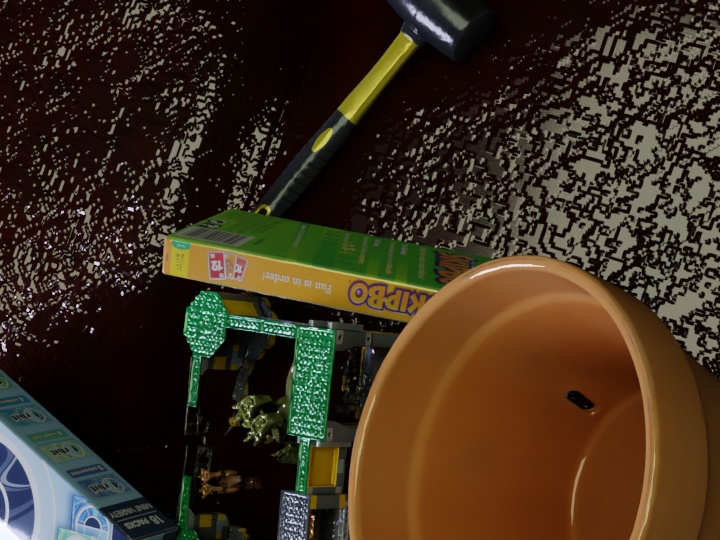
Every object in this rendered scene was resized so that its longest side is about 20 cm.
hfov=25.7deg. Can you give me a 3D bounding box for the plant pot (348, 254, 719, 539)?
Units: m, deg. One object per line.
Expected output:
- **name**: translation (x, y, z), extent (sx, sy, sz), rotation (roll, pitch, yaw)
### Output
- **plant pot**: translation (0.109, 0.105, 0.764), extent (0.199, 0.139, 0.202), rotation (-23, 60, 46)

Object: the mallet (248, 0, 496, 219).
- **mallet**: translation (0.004, -0.091, 0.935), extent (0.066, 0.041, 0.201), rotation (36, 97, 19)

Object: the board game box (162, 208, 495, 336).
- **board game box**: translation (0.000, 0.000, 0.876), extent (0.199, 0.095, 0.030), rotation (8, 104, 17)

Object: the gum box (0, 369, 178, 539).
- **gum box**: translation (-0.217, 0.162, 0.923), extent (0.200, 0.044, 0.171), rotation (36, 111, 25)

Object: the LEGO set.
- **LEGO set**: translation (-0.022, 0.103, 0.882), extent (0.153, 0.115, 0.202), rotation (-6, 81, 43)
